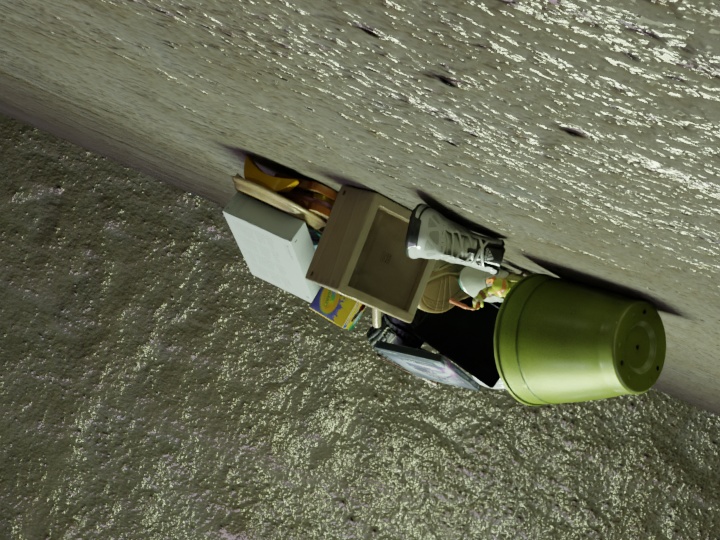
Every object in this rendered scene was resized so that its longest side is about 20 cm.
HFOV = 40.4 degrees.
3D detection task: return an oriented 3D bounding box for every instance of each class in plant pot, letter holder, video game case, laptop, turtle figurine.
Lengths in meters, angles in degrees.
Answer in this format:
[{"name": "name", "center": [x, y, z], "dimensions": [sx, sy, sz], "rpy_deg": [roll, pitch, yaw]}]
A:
[{"name": "plant pot", "center": [0.332, 0.106, 1.431], "dimensions": [0.199, 0.203, 0.192], "rpy_deg": [24, 165, -37]}, {"name": "letter holder", "center": [0.116, 0.165, 2.093], "dimensions": [0.141, 0.102, 0.200], "rpy_deg": [23, 179, 4]}, {"name": "video game case", "center": [0.130, 0.183, 1.866], "dimensions": [0.141, 0.019, 0.200], "rpy_deg": [10, 163, 32]}, {"name": "laptop", "center": [0.237, 0.104, 1.845], "dimensions": [0.186, 0.117, 0.199], "rpy_deg": [34, -158, 24]}, {"name": "turtle figurine", "center": [0.262, 0.036, 1.659], "dimensions": [0.198, 0.065, 0.160], "rpy_deg": [-14, 160, 42]}]

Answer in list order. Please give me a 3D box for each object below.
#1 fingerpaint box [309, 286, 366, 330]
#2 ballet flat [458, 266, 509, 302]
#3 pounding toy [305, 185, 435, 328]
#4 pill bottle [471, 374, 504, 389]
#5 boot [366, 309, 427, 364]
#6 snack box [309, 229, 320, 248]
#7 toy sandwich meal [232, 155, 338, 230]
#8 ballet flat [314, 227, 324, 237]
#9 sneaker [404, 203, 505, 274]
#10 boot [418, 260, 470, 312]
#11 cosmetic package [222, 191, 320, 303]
[{"name": "fingerpaint box", "center": [0.000, 0.000, 1.708], "dimensions": [0.073, 0.202, 0.167], "rpy_deg": [30, 178, 7]}, {"name": "ballet flat", "center": [0.262, 0.028, 1.754], "dimensions": [0.198, 0.070, 0.069], "rpy_deg": [19, 180, -39]}, {"name": "pounding toy", "center": [0.025, -0.009, 1.550], "dimensions": [0.199, 0.186, 0.142], "rpy_deg": [24, 177, -35]}, {"name": "pill bottle", "center": [0.272, 0.121, 1.919], "dimensions": [0.109, 0.202, 0.112], "rpy_deg": [5, 135, 5]}, {"name": "boot", "center": [0.054, 0.077, 1.916], "dimensions": [0.212, 0.079, 0.158], "rpy_deg": [53, 144, 5]}, {"name": "snack box", "center": [-0.107, -0.046, 1.921], "dimensions": [0.141, 0.054, 0.199], "rpy_deg": [17, -170, 31]}, {"name": "toy sandwich meal", "center": [-0.126, -0.134, 1.694], "dimensions": [0.203, 0.071, 0.205], "rpy_deg": [26, 177, 1]}, {"name": "ballet flat", "center": [-0.077, -0.097, 1.834], "dimensions": [0.199, 0.066, 0.071], "rpy_deg": [34, 180, -5]}, {"name": "sneaker", "center": [0.137, -0.042, 1.340], "dimensions": [0.114, 0.077, 0.200], "rpy_deg": [12, -178, 22]}, {"name": "boot", "center": [0.117, 0.006, 1.778], "dimensions": [0.154, 0.074, 0.199], "rpy_deg": [25, -148, 35]}, {"name": "cosmetic package", "center": [-0.147, -0.037, 1.728], "dimensions": [0.150, 0.052, 0.201], "rpy_deg": [27, 155, 26]}]
